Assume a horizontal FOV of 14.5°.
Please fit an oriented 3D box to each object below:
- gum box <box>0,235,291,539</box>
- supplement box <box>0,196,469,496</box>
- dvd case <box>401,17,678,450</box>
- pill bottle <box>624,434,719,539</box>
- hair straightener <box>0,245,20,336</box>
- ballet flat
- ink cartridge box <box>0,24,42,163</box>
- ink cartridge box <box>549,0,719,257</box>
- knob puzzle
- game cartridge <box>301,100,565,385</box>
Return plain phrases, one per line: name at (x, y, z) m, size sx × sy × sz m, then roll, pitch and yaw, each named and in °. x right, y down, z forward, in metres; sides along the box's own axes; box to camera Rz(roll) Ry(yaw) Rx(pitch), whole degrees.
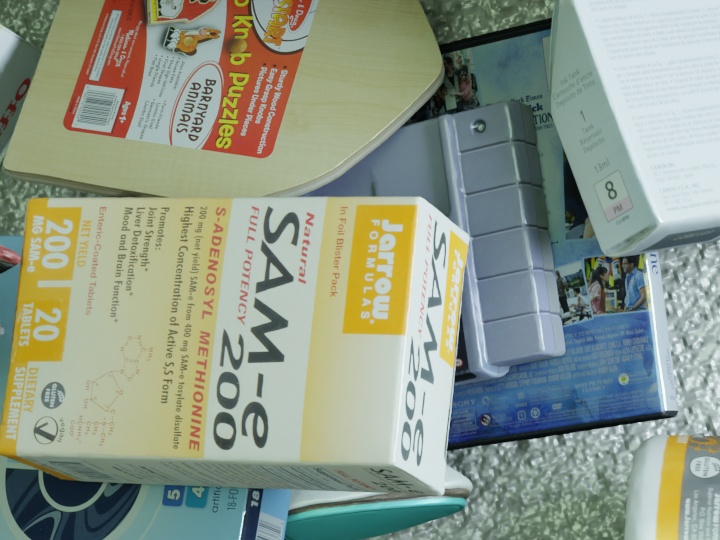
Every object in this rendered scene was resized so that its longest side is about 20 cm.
gum box at (-0.124, 0.069, 1.391) m, size 0.200 × 0.045 × 0.170 m, roll 1°, pitch 75°, yaw 28°
supplement box at (-0.058, 0.033, 1.298) m, size 0.200 × 0.074 × 0.126 m, roll 0°, pitch 75°, yaw 21°
dvd case at (0.076, -0.018, 1.372) m, size 0.143 × 0.018 × 0.200 m, roll -11°, pitch 81°, yaw 32°
pill bottle at (0.226, 0.136, 1.314) m, size 0.200 × 0.116 × 0.116 m, roll 1°, pitch 83°, yaw 11°
hair straightener at (-0.215, 0.030, 1.378) m, size 0.041 × 0.200 × 0.077 m, roll 15°, pitch 80°, yaw -24°
ballet flat at (-0.046, 0.111, 1.401) m, size 0.200 × 0.069 × 0.069 m, roll -17°, pitch 80°, yaw 12°
ink cartridge box at (-0.250, -0.082, 1.395) m, size 0.083 × 0.200 × 0.145 m, roll 32°, pitch 90°, yaw 17°
ink cartridge box at (0.151, -0.113, 1.343) m, size 0.057 × 0.163 × 0.200 m, roll -36°, pitch 70°, yaw 47°
knob puzzle at (-0.055, -0.104, 1.399) m, size 0.220 × 0.030 × 0.220 m, roll -4°, pitch 60°, yaw 7°
game cartridge at (0.000, 0.000, 1.387) m, size 0.200 × 0.038 × 0.130 m, roll -13°, pitch 76°, yaw 30°
